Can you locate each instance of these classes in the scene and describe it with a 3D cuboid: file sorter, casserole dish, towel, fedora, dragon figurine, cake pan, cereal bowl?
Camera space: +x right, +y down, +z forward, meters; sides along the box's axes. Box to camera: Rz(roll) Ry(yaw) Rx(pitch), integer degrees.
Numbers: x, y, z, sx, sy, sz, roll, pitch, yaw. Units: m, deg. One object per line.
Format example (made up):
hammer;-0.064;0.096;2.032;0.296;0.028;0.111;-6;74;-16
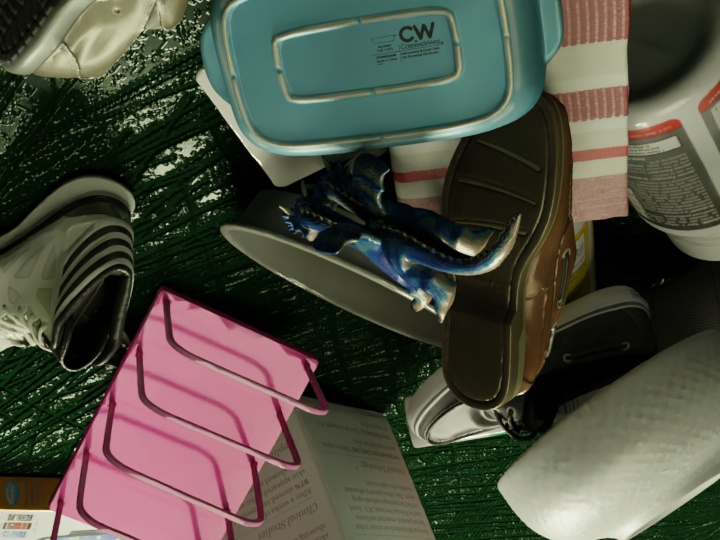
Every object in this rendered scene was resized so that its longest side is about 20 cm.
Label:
file sorter;-0.129;0.143;0.837;0.139;0.125;0.200;26;99;-17
casserole dish;0.006;-0.118;0.591;0.200;0.039;0.121;-6;116;13
towel;0.083;-0.105;0.651;0.144;0.023;0.200;-7;130;4
fedora;0.284;0.056;0.929;0.090;0.177;0.200;-9;156;16
dragon figurine;0.012;-0.023;0.602;0.099;0.200;0.059;31;87;-11
cake pan;0.000;0.000;0.775;0.200;0.200;0.037;34;78;-42
cereal bowl;0.201;0.134;0.802;0.200;0.083;0.200;-29;159;-12

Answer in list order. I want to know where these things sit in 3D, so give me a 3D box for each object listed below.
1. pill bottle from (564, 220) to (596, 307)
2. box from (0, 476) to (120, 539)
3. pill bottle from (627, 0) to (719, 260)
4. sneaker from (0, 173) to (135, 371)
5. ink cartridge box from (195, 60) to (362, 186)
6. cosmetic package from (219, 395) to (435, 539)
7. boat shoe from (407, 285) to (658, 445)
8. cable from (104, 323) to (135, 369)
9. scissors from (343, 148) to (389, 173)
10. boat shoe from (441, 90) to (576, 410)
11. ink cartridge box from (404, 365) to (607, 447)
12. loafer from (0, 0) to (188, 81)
pill bottle;0.112;-0.026;0.813;0.112;0.113;0.200;-16;140;1
box;-0.279;0.243;1.058;0.200;0.042;0.119;5;136;-26
pill bottle;0.223;-0.094;0.767;0.116;0.116;0.200;-29;138;16
sneaker;-0.229;0.031;0.767;0.200;0.115;0.076;-37;136;25
ink cartridge box;0.009;-0.144;0.676;0.200;0.068;0.115;-25;138;10
cosmetic package;-0.046;0.241;0.978;0.167;0.200;0.166;-32;153;20
boat shoe;0.123;0.086;0.806;0.200;0.066;0.070;-29;138;18
cable;-0.172;0.093;0.906;0.097;0.050;0.200;-15;142;3
scissors;0.053;-0.114;0.664;0.200;0.014;0.073;-25;140;12
boat shoe;0.092;-0.017;0.673;0.068;0.072;0.200;-21;128;-46
ink cartridge box;0.155;0.111;0.946;0.161;0.050;0.200;-16;167;30
loafer;-0.120;-0.175;0.608;0.200;0.075;0.070;-35;148;29
